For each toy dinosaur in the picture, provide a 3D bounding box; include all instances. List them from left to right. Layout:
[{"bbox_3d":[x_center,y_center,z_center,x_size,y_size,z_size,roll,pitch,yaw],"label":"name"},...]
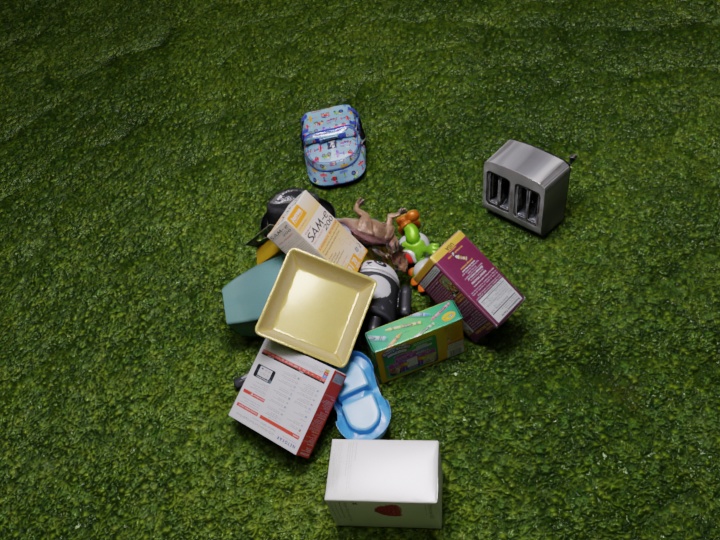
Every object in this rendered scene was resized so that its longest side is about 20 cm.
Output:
[{"bbox_3d":[0.029,-0.081,1.639,0.199,0.086,0.136,16,52,-3],"label":"toy dinosaur"}]

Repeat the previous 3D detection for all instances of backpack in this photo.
[{"bbox_3d":[-0.074,-0.332,1.972,0.181,0.135,0.201,-8,51,5],"label":"backpack"}]

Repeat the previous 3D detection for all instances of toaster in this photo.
[{"bbox_3d":[0.396,-0.202,1.719,0.180,0.201,0.119,31,56,31],"label":"toaster"}]

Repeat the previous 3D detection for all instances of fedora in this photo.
[{"bbox_3d":[-0.167,-0.151,1.855,0.199,0.092,0.202,-6,49,7],"label":"fedora"}]

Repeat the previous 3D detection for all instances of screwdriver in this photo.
[{"bbox_3d":[-0.183,0.212,1.583,0.199,0.028,0.029,-22,19,-3],"label":"screwdriver"}]

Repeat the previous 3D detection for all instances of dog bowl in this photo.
[{"bbox_3d":[-0.007,0.259,1.461,0.111,0.050,0.201,-23,57,-3],"label":"dog bowl"}]

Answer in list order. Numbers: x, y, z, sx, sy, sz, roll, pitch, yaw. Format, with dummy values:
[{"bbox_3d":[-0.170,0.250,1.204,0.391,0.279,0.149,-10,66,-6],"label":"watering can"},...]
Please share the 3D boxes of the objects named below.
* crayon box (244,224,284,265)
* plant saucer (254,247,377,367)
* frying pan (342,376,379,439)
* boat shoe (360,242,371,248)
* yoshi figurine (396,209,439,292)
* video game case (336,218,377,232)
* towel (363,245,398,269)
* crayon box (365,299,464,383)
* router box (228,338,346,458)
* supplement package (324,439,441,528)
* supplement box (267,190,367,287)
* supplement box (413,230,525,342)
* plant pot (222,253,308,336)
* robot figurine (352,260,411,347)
[{"bbox_3d":[-0.151,-0.042,1.668,0.199,0.125,0.052,12,63,-34],"label":"crayon box"},{"bbox_3d":[-0.091,0.080,1.498,0.199,0.048,0.201,21,71,1],"label":"plant saucer"},{"bbox_3d":[-0.035,0.272,1.507,0.114,0.031,0.190,16,51,25],"label":"frying pan"},{"bbox_3d":[-0.018,-0.059,1.776,0.199,0.063,0.073,14,23,20],"label":"boat shoe"},{"bbox_3d":[0.160,-0.042,1.683,0.112,0.112,0.201,-5,64,-37],"label":"yoshi figurine"},{"bbox_3d":[-0.040,-0.100,1.759,0.198,0.019,0.143,1,20,-13],"label":"video game case"},{"bbox_3d":[0.000,0.000,1.701,0.199,0.087,0.018,-29,25,-14],"label":"towel"},{"bbox_3d":[0.117,0.150,1.518,0.199,0.119,0.058,-20,48,-7],"label":"crayon box"},{"bbox_3d":[-0.150,0.253,1.466,0.199,0.049,0.180,20,80,36],"label":"router box"},{"bbox_3d":[0.047,0.389,1.321,0.198,0.122,0.120,-2,49,10],"label":"supplement package"},{"bbox_3d":[-0.090,-0.058,1.576,0.073,0.200,0.126,-35,20,37],"label":"supplement box"},{"bbox_3d":[0.227,0.036,1.537,0.103,0.131,0.200,-40,84,-24],"label":"supplement box"},{"bbox_3d":[-0.199,0.065,1.628,0.199,0.141,0.142,-16,65,8],"label":"plant pot"},{"bbox_3d":[0.022,0.071,1.602,0.150,0.125,0.201,27,48,-18],"label":"robot figurine"}]
